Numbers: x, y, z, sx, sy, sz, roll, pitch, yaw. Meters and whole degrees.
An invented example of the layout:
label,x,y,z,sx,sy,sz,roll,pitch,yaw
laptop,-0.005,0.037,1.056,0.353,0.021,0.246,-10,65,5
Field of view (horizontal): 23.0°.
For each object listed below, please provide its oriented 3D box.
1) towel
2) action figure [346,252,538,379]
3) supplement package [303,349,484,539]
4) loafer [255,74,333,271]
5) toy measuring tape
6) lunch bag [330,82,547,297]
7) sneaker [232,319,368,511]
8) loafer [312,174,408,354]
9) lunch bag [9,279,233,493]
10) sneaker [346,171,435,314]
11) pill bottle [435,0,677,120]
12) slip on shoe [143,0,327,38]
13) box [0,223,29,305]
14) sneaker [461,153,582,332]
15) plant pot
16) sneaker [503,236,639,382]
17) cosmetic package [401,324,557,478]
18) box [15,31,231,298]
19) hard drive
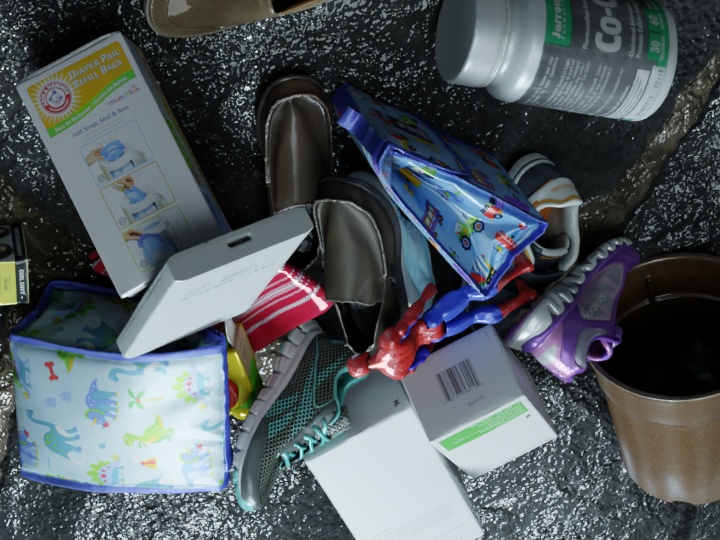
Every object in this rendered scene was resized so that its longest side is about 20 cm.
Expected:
label,x,y,z,sx,sy,sz,roll,pitch,yaw
towel,-0.138,0.009,1.663,0.199,0.023,0.144,31,139,-29
action figure,0.073,0.048,1.654,0.199,0.052,0.066,-30,136,-20
supplement package,0.024,0.196,1.809,0.121,0.120,0.201,-27,126,3
loafer,-0.053,-0.085,1.636,0.072,0.071,0.201,-10,124,-10
toy measuring tape,-0.144,0.073,1.684,0.073,0.074,0.201,-20,132,-2
lunch bag,0.052,-0.089,1.613,0.199,0.151,0.094,33,104,-30
sneaker,-0.056,0.143,1.698,0.091,0.201,0.078,18,158,17
loafer,0.000,0.000,1.621,0.072,0.072,0.201,4,134,26
lunch bag,-0.215,0.116,1.658,0.198,0.128,0.171,11,124,15
sneaker,0.024,-0.029,1.698,0.073,0.082,0.201,5,136,23
pill bottle,0.176,-0.203,1.600,0.198,0.113,0.114,6,120,-20
slip on shoe,-0.090,-0.245,1.529,0.198,0.061,0.076,-15,125,-6
box,-0.400,0.000,1.591,0.198,0.075,0.050,-4,121,-12
sneaker,0.158,-0.009,1.734,0.078,0.079,0.201,-7,127,-35
plant pot,0.333,0.121,1.819,0.199,0.201,0.199,-18,134,-4
sneaker,0.224,0.042,1.736,0.088,0.200,0.081,45,137,6
cosmetic package,0.120,0.133,1.762,0.107,0.085,0.200,-28,157,8
box,-0.197,-0.089,1.513,0.101,0.112,0.201,-27,89,2
hard drive,-0.127,0.013,1.508,0.131,0.026,0.200,-22,169,-26
